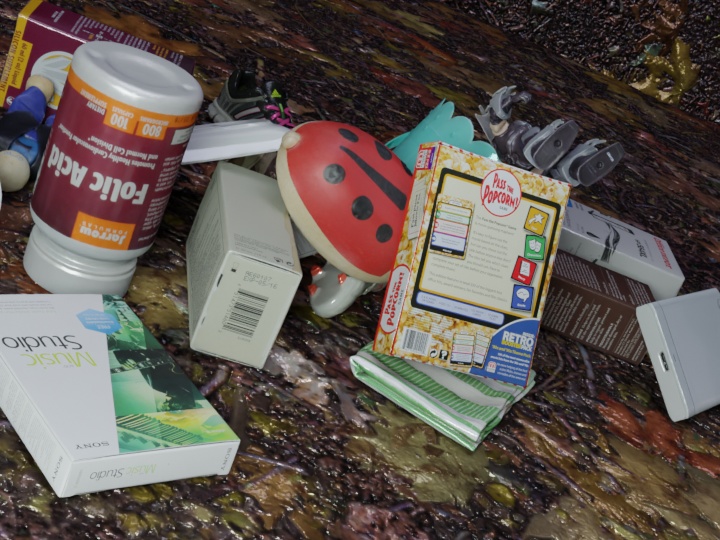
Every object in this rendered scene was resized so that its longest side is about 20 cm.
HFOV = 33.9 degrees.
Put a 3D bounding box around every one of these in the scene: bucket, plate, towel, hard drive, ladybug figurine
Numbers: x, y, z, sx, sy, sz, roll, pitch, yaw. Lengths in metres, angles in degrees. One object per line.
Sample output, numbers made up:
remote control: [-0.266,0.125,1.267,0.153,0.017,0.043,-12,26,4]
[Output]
bucket: [0.105,-0.077,1.328,0.208,0.134,0.207,50,4,-5]
plate: [-0.169,-0.130,1.209,0.197,0.033,0.200,-9,10,-14]
towel: [0.083,0.098,1.154,0.151,0.024,0.200,30,23,14]
hard drive: [0.394,0.094,1.383,0.199,0.027,0.134,-7,77,-53]
ladybug figurine: [0.002,-0.070,1.134,0.199,0.071,0.137,36,57,-32]

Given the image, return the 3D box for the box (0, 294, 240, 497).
box: [-0.199,0.084,0.878,0.143,0.037,0.200,1,33,-45]

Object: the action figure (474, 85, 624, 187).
action figure: [0.186,-0.127,1.211,0.130,0.070,0.200,39,0,-18]

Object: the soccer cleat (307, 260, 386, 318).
soccer cleat: [0.000,0.000,1.236,0.078,0.069,0.201,61,26,-21]

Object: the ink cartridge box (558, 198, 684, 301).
ink cartridge box: [0.317,-0.019,1.574,0.198,0.085,0.146,22,22,-5]

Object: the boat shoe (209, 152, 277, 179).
boat shoe: [-0.115,-0.107,1.373,0.072,0.072,0.200,55,14,-5]

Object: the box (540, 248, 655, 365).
box: [0.254,0.031,1.417,0.198,0.076,0.100,23,23,-8]

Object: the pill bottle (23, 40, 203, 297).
pill bottle: [-0.217,-0.081,1.009,0.113,0.202,0.114,20,22,-8]

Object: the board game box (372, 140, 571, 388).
board game box: [0.107,-0.004,1.117,0.150,0.203,0.046,15,-4,-22]

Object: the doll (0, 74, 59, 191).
doll: [-0.341,-0.134,1.202,0.135,0.049,0.201,28,27,-16]

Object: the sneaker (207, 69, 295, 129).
sneaker: [-0.116,-0.195,1.516,0.199,0.088,0.073,39,26,31]

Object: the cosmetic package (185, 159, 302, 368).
cosmetic package: [-0.112,-0.010,1.091,0.072,0.104,0.201,18,24,-17]

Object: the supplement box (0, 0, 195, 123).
supplement box: [-0.299,-0.215,1.343,0.198,0.111,0.086,20,23,-11]

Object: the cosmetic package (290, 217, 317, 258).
cosmetic package: [-0.050,-0.084,1.296,0.082,0.051,0.201,-16,26,17]
